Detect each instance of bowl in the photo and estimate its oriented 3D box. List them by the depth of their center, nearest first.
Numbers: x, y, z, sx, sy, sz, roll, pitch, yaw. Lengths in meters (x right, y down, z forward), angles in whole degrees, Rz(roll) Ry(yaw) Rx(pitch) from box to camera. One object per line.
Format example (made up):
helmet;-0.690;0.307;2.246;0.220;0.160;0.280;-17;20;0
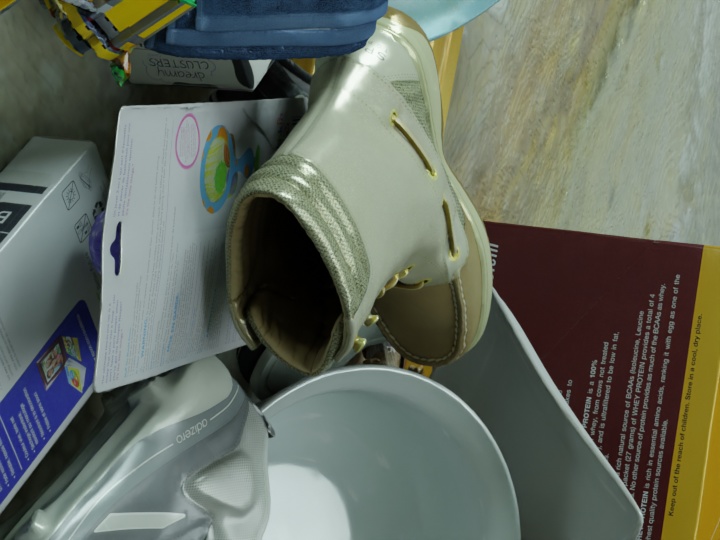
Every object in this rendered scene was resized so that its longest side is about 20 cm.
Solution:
bowl;-0.024;0.143;1.064;0.201;0.090;0.201;-2;94;-31

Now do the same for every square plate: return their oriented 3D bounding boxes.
square plate;0.073;0.140;1.128;0.028;0.200;0.198;7;123;-30

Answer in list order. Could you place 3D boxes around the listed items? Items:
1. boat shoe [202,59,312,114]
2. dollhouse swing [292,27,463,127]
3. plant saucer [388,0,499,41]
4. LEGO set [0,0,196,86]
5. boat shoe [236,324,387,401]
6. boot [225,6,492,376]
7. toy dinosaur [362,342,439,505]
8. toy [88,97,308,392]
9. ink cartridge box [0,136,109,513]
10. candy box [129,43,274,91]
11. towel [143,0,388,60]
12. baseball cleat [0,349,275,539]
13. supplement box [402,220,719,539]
boat shoe;0.000;-0.061;1.081;0.068;0.074;0.199;-47;136;15
dollhouse swing;0.069;-0.154;1.149;0.200;0.182;0.176;8;78;-63
plant saucer;0.044;-0.190;0.976;0.200;0.027;0.200;-32;149;-22
LEGO set;-0.161;-0.139;0.746;0.200;0.116;0.154;58;11;-1
boat shoe;-0.017;0.015;1.123;0.076;0.060;0.200;-57;164;25
boot;0.000;0.000;0.966;0.155;0.072;0.200;-64;148;-45
toy dinosaur;0.010;0.116;1.159;0.106;0.060;0.200;131;-22;-60
toy;-0.080;-0.019;0.925;0.200;0.047;0.115;-12;109;-66
ink cartridge box;-0.159;0.041;0.877;0.200;0.039;0.100;-57;144;-43
candy box;-0.068;-0.210;0.956;0.168;0.071;0.200;-59;144;-39
towel;-0.027;-0.181;0.856;0.112;0.049;0.200;-2;122;-20
baseball cleat;-0.105;0.124;0.913;0.106;0.070;0.200;49;63;-17
supplement box;0.140;0.079;1.280;0.133;0.200;0.198;14;84;-62
